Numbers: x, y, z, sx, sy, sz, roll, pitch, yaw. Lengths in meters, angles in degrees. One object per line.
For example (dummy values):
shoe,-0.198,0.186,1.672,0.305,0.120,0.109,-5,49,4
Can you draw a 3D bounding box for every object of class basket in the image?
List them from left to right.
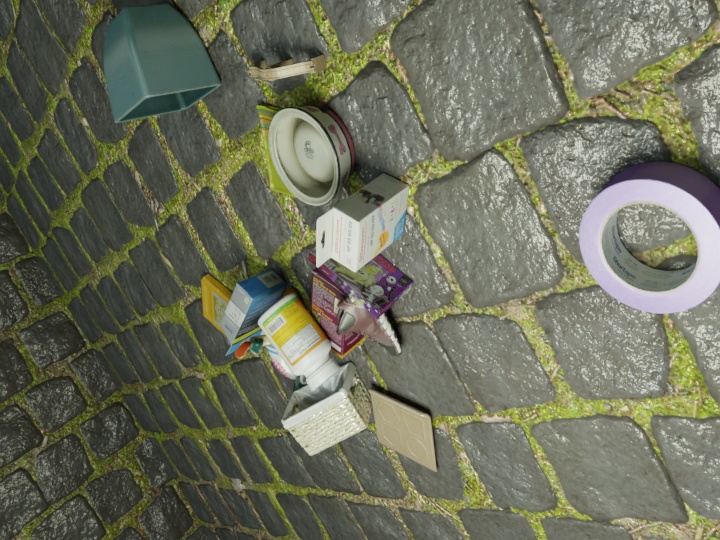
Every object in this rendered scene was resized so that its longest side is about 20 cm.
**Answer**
basket,-0.078,0.347,1.607,0.197,0.136,0.125,-29,105,19

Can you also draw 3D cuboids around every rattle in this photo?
rattle,-0.218,0.125,1.557,0.129,0.196,0.148,12,100,49

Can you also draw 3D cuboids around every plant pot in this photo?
plant pot,-0.458,-0.468,1.432,0.194,0.193,0.206,-9,101,49

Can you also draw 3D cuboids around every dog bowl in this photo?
dog bowl,-0.093,-0.238,1.295,0.197,0.073,0.204,28,135,32

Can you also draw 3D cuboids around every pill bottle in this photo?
pill bottle,-0.135,0.164,1.466,0.202,0.110,0.111,53,142,5

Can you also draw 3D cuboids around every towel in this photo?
towel,-0.182,-0.261,1.418,0.085,0.018,0.205,23,133,35

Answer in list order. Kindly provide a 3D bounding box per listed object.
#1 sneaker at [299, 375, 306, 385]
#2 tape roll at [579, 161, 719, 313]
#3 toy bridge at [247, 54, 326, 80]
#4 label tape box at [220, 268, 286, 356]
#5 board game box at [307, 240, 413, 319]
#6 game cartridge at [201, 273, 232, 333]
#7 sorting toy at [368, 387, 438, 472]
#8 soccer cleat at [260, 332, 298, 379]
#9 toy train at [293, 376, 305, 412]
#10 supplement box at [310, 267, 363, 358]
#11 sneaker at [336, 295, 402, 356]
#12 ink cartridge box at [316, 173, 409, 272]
sneaker,-0.134,0.214,1.663,0.074,0.086,0.205,22,131,36
tape roll,0.412,-0.044,0.905,0.197,0.065,0.204,28,134,32
toy bridge,-0.157,-0.391,1.255,0.196,0.067,0.028,11,127,41
label tape box,-0.285,0.106,1.654,0.066,0.142,0.202,40,122,15
board game box,0.000,0.000,1.334,0.199,0.119,0.033,39,137,18
game cartridge,-0.404,0.126,1.930,0.198,0.032,0.179,34,137,24
sorting toy,0.108,0.384,1.577,0.182,0.036,0.204,17,133,39
soccer cleat,-0.219,0.207,1.761,0.202,0.069,0.086,53,143,3
toy train,-0.140,0.367,1.784,0.115,0.084,0.202,53,153,23
supplement box,-0.049,0.083,1.474,0.109,0.085,0.204,32,137,27
sneaker,0.008,0.125,1.392,0.203,0.113,0.076,61,-179,-30
ink cartridge box,0.005,-0.081,1.202,0.067,0.199,0.117,28,136,27
